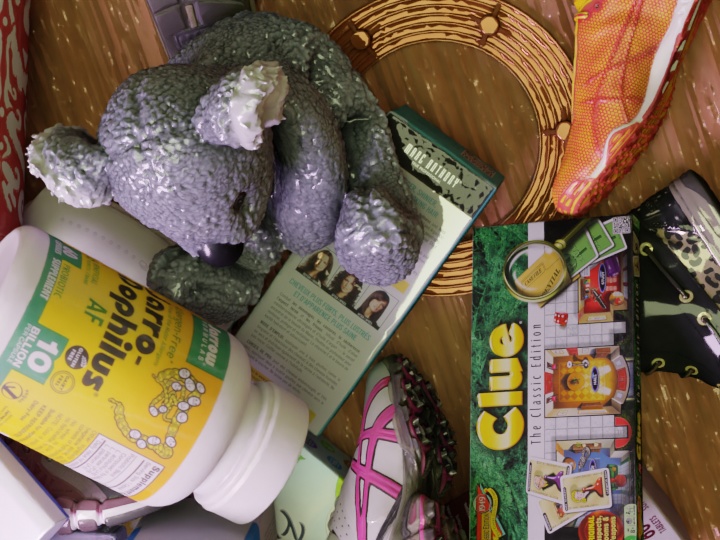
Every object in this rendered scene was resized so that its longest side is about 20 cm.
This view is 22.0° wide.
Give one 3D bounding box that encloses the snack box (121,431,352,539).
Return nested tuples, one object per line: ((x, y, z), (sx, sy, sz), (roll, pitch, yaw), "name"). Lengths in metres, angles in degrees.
((-0.087, 0.190, 1.220), (0.142, 0.053, 0.200), (39, 101, -1), "snack box")

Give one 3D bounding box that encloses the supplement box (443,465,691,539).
((0.099, 0.186, 1.170), (0.200, 0.061, 0.109), (-32, 128, 11), "supplement box")

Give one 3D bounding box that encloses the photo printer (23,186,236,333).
((-0.187, 0.055, 1.206), (0.166, 0.069, 0.200), (36, 100, 1), "photo printer")

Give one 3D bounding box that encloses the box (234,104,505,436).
((0.000, 0.000, 1.168), (0.082, 0.049, 0.200), (36, 105, 3), "box")

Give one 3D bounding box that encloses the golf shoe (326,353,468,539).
((0.013, 0.136, 1.142), (0.092, 0.200, 0.073), (-24, 132, 19), "golf shoe")

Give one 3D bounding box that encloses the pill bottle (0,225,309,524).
((-0.135, 0.067, 1.067), (0.200, 0.113, 0.113), (31, 101, -19), "pill bottle")

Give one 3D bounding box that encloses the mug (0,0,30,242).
((-0.277, -0.102, 1.124), (0.133, 0.177, 0.200), (-10, 70, 36), "mug")

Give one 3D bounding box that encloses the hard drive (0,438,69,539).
((-0.285, 0.121, 1.125), (0.200, 0.025, 0.132), (47, 107, 10), "hard drive")

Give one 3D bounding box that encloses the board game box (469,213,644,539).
((0.118, 0.067, 1.118), (0.105, 0.023, 0.200), (-6, 73, 23), "board game box")

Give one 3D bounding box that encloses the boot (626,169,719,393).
((0.192, 0.058, 1.160), (0.154, 0.073, 0.204), (-27, 87, 12), "boot")

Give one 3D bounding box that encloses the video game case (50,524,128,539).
((-0.231, 0.229, 1.219), (0.200, 0.019, 0.143), (0, 110, 25), "video game case")

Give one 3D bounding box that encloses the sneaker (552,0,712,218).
((0.160, -0.129, 1.148), (0.077, 0.073, 0.200), (23, 92, 16), "sneaker")

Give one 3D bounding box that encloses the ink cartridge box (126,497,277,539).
((-0.091, 0.253, 1.128), (0.086, 0.146, 0.200), (-3, 99, 6), "ink cartridge box")

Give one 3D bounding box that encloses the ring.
((0.049, -0.082, 1.185), (0.200, 0.019, 0.201), (1, 98, 6), "ring")

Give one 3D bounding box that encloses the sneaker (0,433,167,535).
((-0.205, 0.101, 1.143), (0.200, 0.076, 0.116), (-7, 96, 8), "sneaker")

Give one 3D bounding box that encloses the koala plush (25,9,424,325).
((-0.085, -0.068, 1.057), (0.177, 0.200, 0.184), (-14, 84, 23), "koala plush")

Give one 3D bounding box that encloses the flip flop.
((-0.093, -0.171, 1.176), (0.081, 0.058, 0.200), (-12, 111, 4), "flip flop")
